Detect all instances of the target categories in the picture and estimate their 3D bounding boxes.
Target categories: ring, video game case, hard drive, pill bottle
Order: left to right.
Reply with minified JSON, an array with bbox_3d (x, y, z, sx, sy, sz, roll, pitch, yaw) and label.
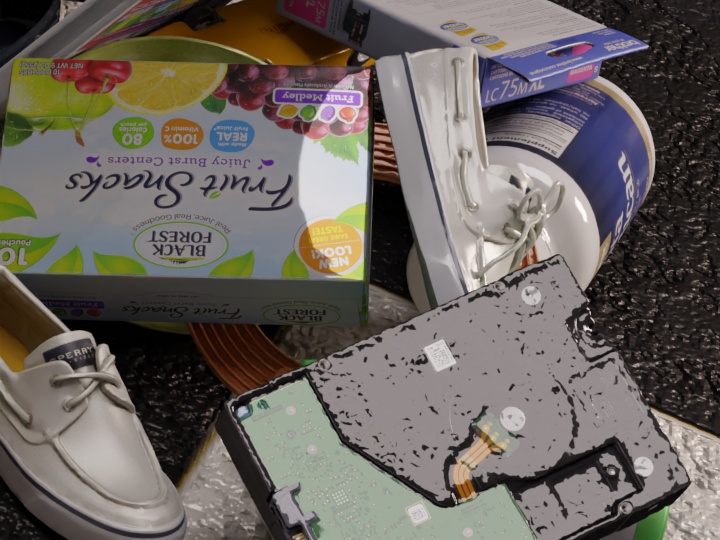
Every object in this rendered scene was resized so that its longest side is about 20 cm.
[{"bbox_3d":[-0.116,-0.162,1.712,0.023,0.182,0.200,58,32,2],"label":"video game case"},{"bbox_3d":[0.000,0.000,1.575,0.200,0.019,0.201,1,59,-1],"label":"ring"},{"bbox_3d":[0.046,0.091,1.425,0.200,0.038,0.140,-24,74,-22],"label":"hard drive"},{"bbox_3d":[0.098,-0.035,1.708,0.111,0.111,0.200,26,32,9],"label":"pill bottle"}]

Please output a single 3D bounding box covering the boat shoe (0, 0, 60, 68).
[{"bbox_3d":[-0.247,-0.129,1.703,0.075,0.062,0.200,36,36,21],"label":"boat shoe"}]

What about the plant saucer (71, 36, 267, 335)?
[{"bbox_3d":[-0.103,-0.043,1.627,0.199,0.031,0.201,7,57,-11],"label":"plant saucer"}]

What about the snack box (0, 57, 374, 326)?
[{"bbox_3d":[-0.094,-0.043,1.557,0.199,0.053,0.143,1,59,2],"label":"snack box"}]

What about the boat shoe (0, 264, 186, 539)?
[{"bbox_3d":[-0.151,0.064,1.450,0.071,0.070,0.200,-9,42,-39],"label":"boat shoe"}]

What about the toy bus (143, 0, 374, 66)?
[{"bbox_3d":[-0.068,-0.122,1.773,0.065,0.078,0.200,43,37,18],"label":"toy bus"}]

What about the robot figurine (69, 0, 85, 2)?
[{"bbox_3d":[-0.178,-0.227,1.805,0.150,0.125,0.200,-42,29,-23],"label":"robot figurine"}]

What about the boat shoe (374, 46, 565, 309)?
[{"bbox_3d":[0.069,-0.032,1.538,0.086,0.075,0.203,-14,61,2],"label":"boat shoe"}]

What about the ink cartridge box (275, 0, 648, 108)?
[{"bbox_3d":[0.060,-0.146,1.738,0.200,0.042,0.119,26,29,35],"label":"ink cartridge box"}]

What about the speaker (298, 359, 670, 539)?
[{"bbox_3d":[0.055,0.109,1.487,0.199,0.089,0.089,17,31,-5],"label":"speaker"}]
